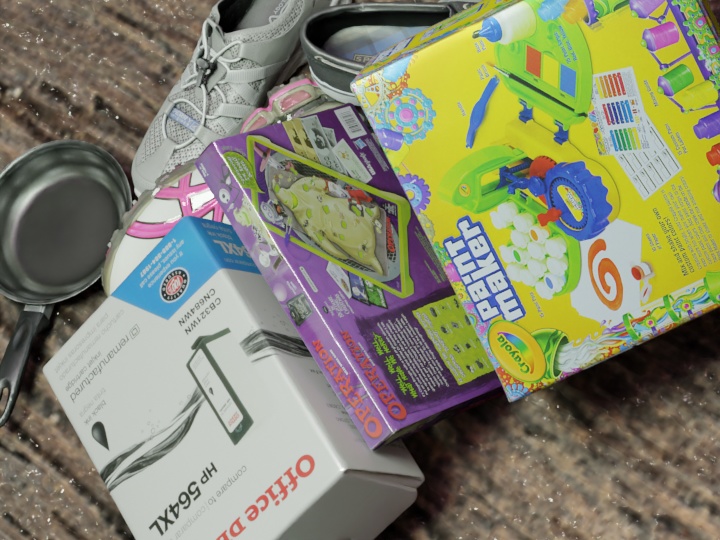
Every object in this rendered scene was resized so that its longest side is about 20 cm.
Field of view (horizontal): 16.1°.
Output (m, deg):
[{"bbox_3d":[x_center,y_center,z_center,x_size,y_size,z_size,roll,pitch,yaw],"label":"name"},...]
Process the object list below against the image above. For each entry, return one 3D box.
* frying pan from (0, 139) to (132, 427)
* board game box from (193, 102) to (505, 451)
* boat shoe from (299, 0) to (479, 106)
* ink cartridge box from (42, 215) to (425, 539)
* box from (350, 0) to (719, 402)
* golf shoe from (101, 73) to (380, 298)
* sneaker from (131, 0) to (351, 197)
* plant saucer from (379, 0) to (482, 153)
[{"bbox_3d":[-0.192,0.004,1.640,0.115,0.031,0.190,-18,65,16],"label":"frying pan"},{"bbox_3d":[0.000,0.000,1.479,0.032,0.120,0.200,-42,73,39],"label":"board game box"},{"bbox_3d":[0.057,-0.133,1.512,0.200,0.066,0.070,7,71,22],"label":"boat shoe"},{"bbox_3d":[-0.077,0.091,1.494,0.146,0.084,0.200,-46,58,20],"label":"ink cartridge box"},{"bbox_3d":[0.127,-0.066,1.423,0.192,0.122,0.200,-25,99,11],"label":"box"},{"bbox_3d":[-0.074,-0.033,1.575,0.200,0.073,0.092,-40,55,8],"label":"golf shoe"},{"bbox_3d":[-0.090,-0.131,1.627,0.075,0.082,0.200,27,80,31],"label":"sneaker"},{"bbox_3d":[0.089,-0.106,1.558,0.200,0.050,0.200,-9,64,19],"label":"plant saucer"}]
